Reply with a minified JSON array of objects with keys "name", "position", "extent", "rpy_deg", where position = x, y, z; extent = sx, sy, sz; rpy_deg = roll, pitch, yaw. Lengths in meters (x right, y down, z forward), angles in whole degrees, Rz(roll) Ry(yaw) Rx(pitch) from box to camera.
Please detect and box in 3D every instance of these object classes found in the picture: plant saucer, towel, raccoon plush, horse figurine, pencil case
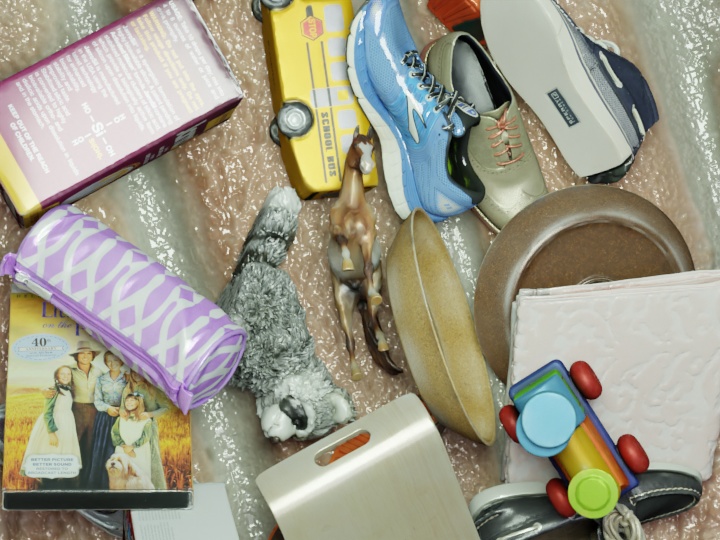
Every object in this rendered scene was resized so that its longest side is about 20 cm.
[{"name":"plant saucer","position":[0.061,0.049,1.448],"extent":[0.035,0.200,0.201],"rpy_deg":[-18,89,12]},{"name":"towel","position":[0.213,0.095,1.495],"extent":[0.191,0.032,0.200],"rpy_deg":[-4,121,-9]},{"name":"raccoon plush","position":[-0.046,0.043,1.477],"extent":[0.134,0.097,0.200],"rpy_deg":[27,81,-14]},{"name":"horse figurine","position":[0.000,0.000,1.458],"extent":[0.050,0.200,0.133],"rpy_deg":[-8,47,0]},{"name":"plant saucer","position":[0.195,0.029,1.520],"extent":[0.200,0.034,0.201],"rpy_deg":[-2,99,-11]},{"name":"pencil case","position":[-0.183,0.027,1.399],"extent":[0.200,0.085,0.084],"rpy_deg":[32,125,18]}]

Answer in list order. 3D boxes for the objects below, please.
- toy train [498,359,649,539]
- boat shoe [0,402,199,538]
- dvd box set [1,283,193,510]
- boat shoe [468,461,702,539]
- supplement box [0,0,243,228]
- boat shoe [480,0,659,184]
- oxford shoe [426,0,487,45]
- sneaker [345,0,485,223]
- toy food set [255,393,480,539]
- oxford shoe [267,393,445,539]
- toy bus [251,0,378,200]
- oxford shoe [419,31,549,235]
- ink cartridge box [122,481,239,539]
[{"name":"toy train","position":[0.186,0.170,1.405],"extent":[0.085,0.116,0.200],"rpy_deg":[-33,89,9]},{"name":"boat shoe","position":[-0.210,0.165,1.448],"extent":[0.202,0.065,0.075],"rpy_deg":[30,82,-6]},{"name":"dvd box set","position":[-0.206,0.096,1.419],"extent":[0.146,0.029,0.200],"rpy_deg":[2,51,-9]},{"name":"boat shoe","position":[0.192,0.206,1.500],"extent":[0.200,0.074,0.060],"rpy_deg":[-6,51,-8]},{"name":"supplement box","position":[-0.207,-0.127,1.440],"extent":[0.200,0.131,0.103],"rpy_deg":[-30,91,-9]},{"name":"boat shoe","position":[0.178,-0.176,1.523],"extent":[0.093,0.075,0.200],"rpy_deg":[-45,111,-44]},{"name":"oxford shoe","position":[0.059,-0.286,1.537],"extent":[0.200,0.071,0.073],"rpy_deg":[49,63,-9]},{"name":"sneaker","position":[0.054,-0.137,1.477],"extent":[0.089,0.079,0.200],"rpy_deg":[-10,110,32]},{"name":"toy food set","position":[0.013,0.209,1.436],"extent":[0.143,0.060,0.200],"rpy_deg":[-27,119,-10]},{"name":"oxford shoe","position":[0.008,0.185,1.493],"extent":[0.200,0.071,0.073],"rpy_deg":[-46,119,-11]},{"name":"toy bus","position":[-0.040,-0.162,1.503],"extent":[0.078,0.065,0.200],"rpy_deg":[-8,87,-10]},{"name":"oxford shoe","position":[0.110,-0.108,1.518],"extent":[0.070,0.075,0.200],"rpy_deg":[-30,92,-13]},{"name":"ink cartridge box","position":[-0.133,0.280,1.362],"extent":[0.084,0.200,0.176],"rpy_deg":[-1,107,-11]}]
